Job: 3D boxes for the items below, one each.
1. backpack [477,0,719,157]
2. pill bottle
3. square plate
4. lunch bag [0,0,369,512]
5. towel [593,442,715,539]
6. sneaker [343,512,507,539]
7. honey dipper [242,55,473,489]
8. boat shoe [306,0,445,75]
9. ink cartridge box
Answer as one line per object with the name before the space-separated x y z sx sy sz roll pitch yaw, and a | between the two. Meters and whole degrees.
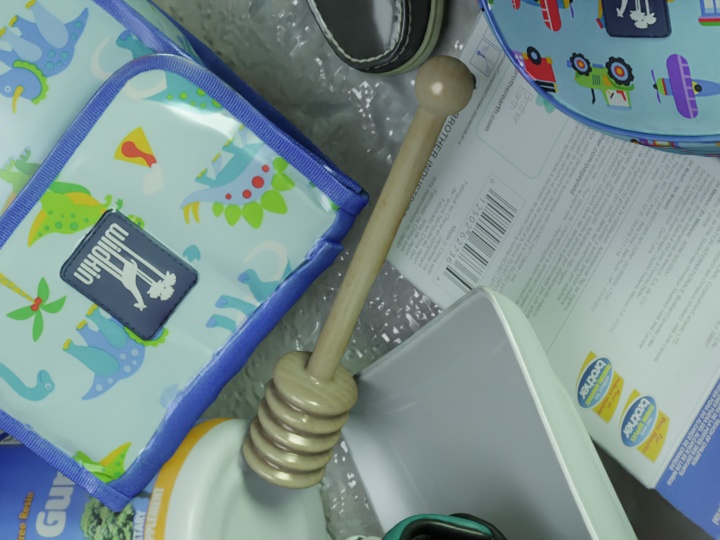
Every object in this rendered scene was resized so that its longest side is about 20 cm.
backpack | 0.104 -0.127 0.749 0.182 0.134 0.202 7 108 34
pill bottle | -0.124 0.124 1.014 0.199 0.112 0.113 -5 99 31
square plate | 0.064 0.116 0.893 0.201 0.028 0.198 65 157 6
lunch bag | -0.118 -0.027 0.944 0.200 0.127 0.170 41 98 15
towel | 0.162 0.108 0.883 0.199 0.032 0.192 -12 96 34
sneaker | 0.021 0.125 0.879 0.199 0.071 0.080 10 119 55
honey dipper | 0.000 0.000 0.901 0.038 0.038 0.201 34 123 20
boat shoe | -0.022 -0.173 0.907 0.071 0.066 0.202 -10 96 33
ink cartridge box | 0.099 -0.005 0.863 0.200 0.042 0.120 42 116 33
